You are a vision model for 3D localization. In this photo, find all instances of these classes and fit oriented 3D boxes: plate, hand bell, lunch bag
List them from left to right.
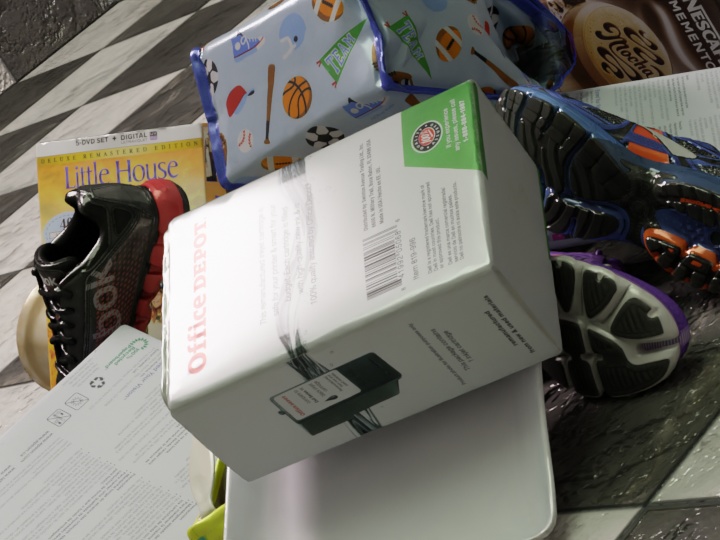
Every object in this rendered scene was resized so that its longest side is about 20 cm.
[{"bbox_3d":[-0.166,0.061,1.702,0.104,0.104,0.200,-41,30,-25],"label":"hand bell"},{"bbox_3d":[0.019,-0.128,1.471,0.200,0.124,0.170,3,-21,-44],"label":"lunch bag"},{"bbox_3d":[0.017,0.095,1.206,0.199,0.032,0.200,-22,43,22],"label":"plate"}]

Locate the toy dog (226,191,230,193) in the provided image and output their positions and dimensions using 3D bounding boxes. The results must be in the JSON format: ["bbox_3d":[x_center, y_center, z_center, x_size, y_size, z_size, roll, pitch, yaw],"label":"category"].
[{"bbox_3d":[-0.078,-0.028,1.643,0.200,0.139,0.194,-62,4,-11],"label":"toy dog"}]

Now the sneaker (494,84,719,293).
[{"bbox_3d":[0.161,-0.050,1.290,0.200,0.075,0.078,31,33,24],"label":"sneaker"}]

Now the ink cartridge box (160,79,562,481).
[{"bbox_3d":[-0.003,0.007,1.211,0.200,0.083,0.147,-23,43,21],"label":"ink cartridge box"}]

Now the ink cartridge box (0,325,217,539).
[{"bbox_3d":[-0.135,0.135,1.378,0.200,0.043,0.196,23,50,32],"label":"ink cartridge box"}]

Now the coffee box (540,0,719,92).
[{"bbox_3d":[0.209,-0.173,1.580,0.080,0.113,0.200,-43,19,-32],"label":"coffee box"}]

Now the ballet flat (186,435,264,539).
[{"bbox_3d":[-0.064,0.092,1.307,0.067,0.067,0.200,-44,26,37],"label":"ballet flat"}]

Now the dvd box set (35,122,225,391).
[{"bbox_3d":[-0.157,0.002,1.581,0.146,0.200,0.029,-4,-2,28],"label":"dvd box set"}]

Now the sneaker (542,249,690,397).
[{"bbox_3d":[0.127,0.014,1.272,0.083,0.081,0.200,-20,17,-22],"label":"sneaker"}]

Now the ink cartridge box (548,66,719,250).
[{"bbox_3d":[0.201,-0.077,1.412,0.200,0.043,0.196,-8,21,9],"label":"ink cartridge box"}]

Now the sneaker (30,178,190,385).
[{"bbox_3d":[-0.183,0.030,1.514,0.071,0.098,0.201,29,106,55],"label":"sneaker"}]
